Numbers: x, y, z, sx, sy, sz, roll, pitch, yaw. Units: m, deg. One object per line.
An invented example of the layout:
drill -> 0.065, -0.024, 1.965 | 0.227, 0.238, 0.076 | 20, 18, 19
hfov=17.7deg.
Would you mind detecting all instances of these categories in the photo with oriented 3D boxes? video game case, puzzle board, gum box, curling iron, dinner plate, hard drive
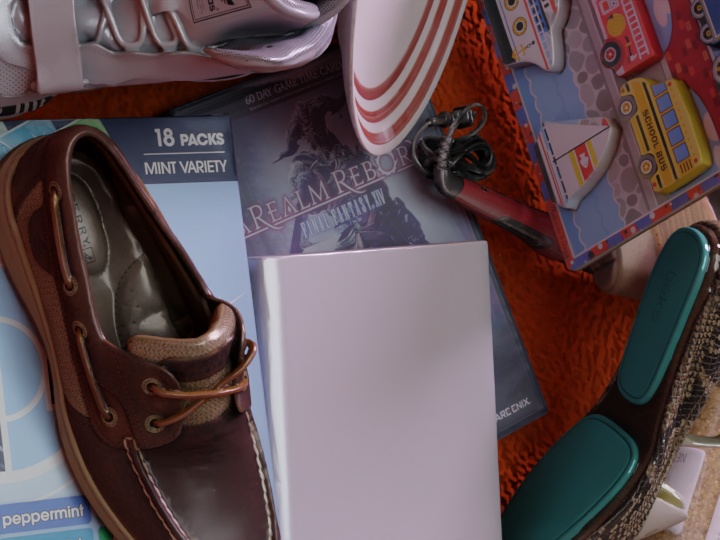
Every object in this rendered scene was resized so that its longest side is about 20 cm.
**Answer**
video game case -> 0.000, 0.000, 1.064 | 0.143, 0.019, 0.201 | -25, 97, -37
puzzle board -> 0.120, -0.121, 1.060 | 0.017, 0.151, 0.201 | 8, 58, -47
gum box -> -0.124, 0.039, 0.939 | 0.169, 0.045, 0.201 | -4, 84, -31
curling iron -> 0.099, -0.025, 1.122 | 0.200, 0.026, 0.050 | 29, 67, -37
dinner plate -> 0.023, -0.150, 1.017 | 0.024, 0.200, 0.201 | 15, 65, 12
hard drive -> 0.007, 0.091, 1.021 | 0.132, 0.025, 0.201 | -5, 93, -40

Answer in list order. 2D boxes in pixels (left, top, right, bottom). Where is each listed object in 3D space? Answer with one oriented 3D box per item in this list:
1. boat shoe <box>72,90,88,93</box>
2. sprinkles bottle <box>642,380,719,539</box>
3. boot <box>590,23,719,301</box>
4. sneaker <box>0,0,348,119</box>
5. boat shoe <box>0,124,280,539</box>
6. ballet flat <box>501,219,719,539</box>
boat shoe -> -0.134, -0.172, 0.969 | 0.076, 0.072, 0.201 | -25, 97, -25
sprinkles bottle -> 0.156, 0.144, 1.119 | 0.068, 0.068, 0.200 | 35, 62, -26
boot -> 0.182, -0.079, 1.131 | 0.166, 0.072, 0.201 | -3, 84, -22
sneaker -> -0.092, -0.105, 0.892 | 0.199, 0.115, 0.075 | -9, 91, -32
boat shoe -> -0.079, 0.036, 0.897 | 0.072, 0.072, 0.201 | -23, 93, -32
ballet flat -> 0.138, 0.073, 1.073 | 0.075, 0.068, 0.200 | 25, 100, -28
